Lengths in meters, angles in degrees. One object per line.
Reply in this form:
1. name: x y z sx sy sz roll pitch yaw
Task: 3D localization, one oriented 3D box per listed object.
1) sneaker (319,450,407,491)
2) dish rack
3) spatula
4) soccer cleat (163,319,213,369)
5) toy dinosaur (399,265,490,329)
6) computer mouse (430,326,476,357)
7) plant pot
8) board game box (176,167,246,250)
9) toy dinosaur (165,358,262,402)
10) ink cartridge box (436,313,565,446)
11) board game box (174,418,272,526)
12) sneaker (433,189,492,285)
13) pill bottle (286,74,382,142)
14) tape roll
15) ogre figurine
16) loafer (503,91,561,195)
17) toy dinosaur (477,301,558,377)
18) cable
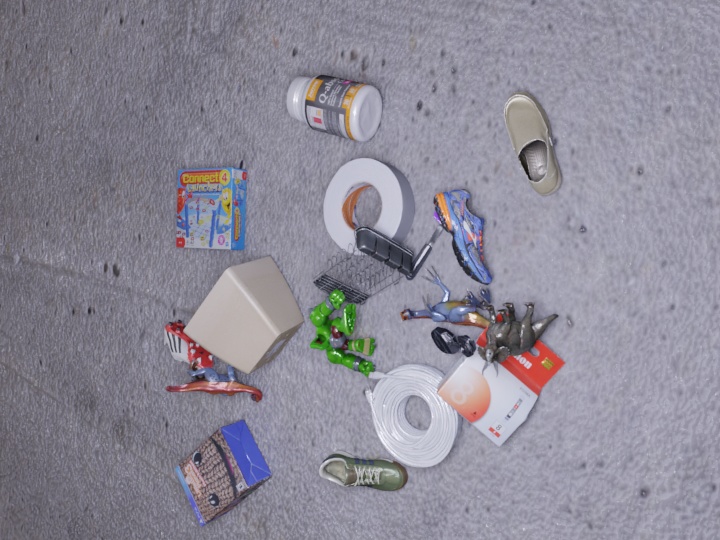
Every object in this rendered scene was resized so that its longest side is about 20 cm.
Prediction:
1. sneaker: -0.002 0.442 1.257 0.195 0.089 0.070 4 91 29
2. dish rack: 0.000 0.000 1.220 0.198 0.151 0.056 -34 41 40
3. spatula: 0.149 -0.063 1.202 0.056 0.021 0.203 33 110 7
4. soccer cleat: -0.456 0.214 1.537 0.198 0.068 0.087 36 116 28
5. toy dinosaur: 0.168 0.091 1.161 0.180 0.104 0.203 -36 83 44
6. computer mouse: 0.182 0.131 1.111 0.034 0.200 0.060 -34 94 -12
7. plant pot: -0.249 0.114 1.351 0.177 0.199 0.201 44 111 8
8. board game box: -0.384 -0.157 1.492 0.194 0.055 0.203 3 92 30
9. toy dinosaur: -0.334 0.289 1.409 0.177 0.200 0.108 21 128 18
10. ink cartridge box: 0.263 0.205 1.091 0.161 0.050 0.202 38 109 0
11. board game box: -0.343 0.502 1.452 0.199 0.096 0.161 -42 71 23
12. sneaker: 0.214 -0.069 1.137 0.077 0.075 0.205 -24 89 1
13. pill bottle: -0.059 -0.357 1.267 0.196 0.115 0.120 21 100 28
14. tape roll: 0.017 -0.134 1.255 0.195 0.066 0.208 0 90 29
15. ogre figurine: -0.048 0.138 1.269 0.117 0.201 0.100 -5 45 39
16. loafer: 0.317 -0.240 1.076 0.074 0.068 0.206 -24 79 27
17. toy dinosaur: 0.273 0.113 1.049 0.076 0.195 0.106 5 103 56
18. cable: 0.114 0.296 1.201 0.195 0.069 0.207 -12 85 28
